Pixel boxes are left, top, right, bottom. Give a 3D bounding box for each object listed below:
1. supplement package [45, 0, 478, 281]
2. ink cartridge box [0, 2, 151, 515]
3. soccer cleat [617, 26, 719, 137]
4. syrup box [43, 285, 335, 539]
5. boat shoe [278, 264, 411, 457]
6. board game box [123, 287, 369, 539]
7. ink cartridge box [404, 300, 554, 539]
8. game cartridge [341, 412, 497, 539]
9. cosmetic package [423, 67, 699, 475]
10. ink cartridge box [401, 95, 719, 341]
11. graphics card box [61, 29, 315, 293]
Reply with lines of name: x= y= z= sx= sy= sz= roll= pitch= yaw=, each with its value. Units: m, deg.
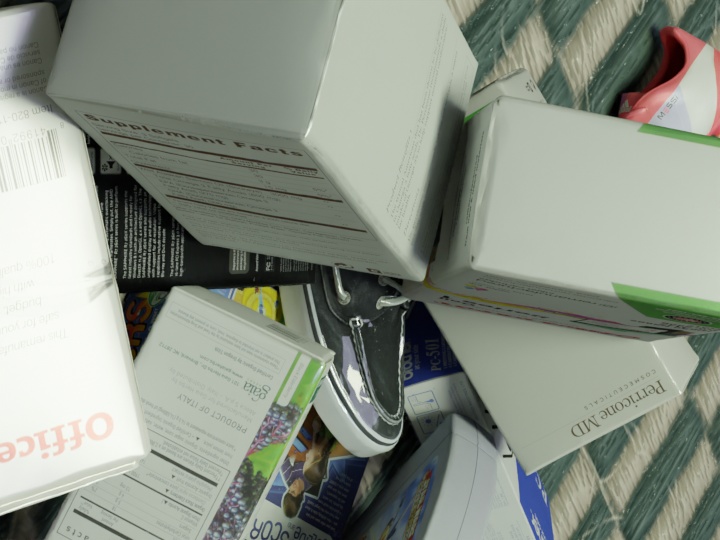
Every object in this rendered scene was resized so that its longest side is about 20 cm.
supplement package: x=-0.035 y=-0.084 z=0.940 sx=0.200 sy=0.117 sz=0.117 roll=51 pitch=52 yaw=-67
ink cartridge box: x=-0.185 y=0.001 z=0.895 sx=0.146 sy=0.083 sz=0.200 roll=-16 pitch=100 yaw=-31
soccer cleat: x=0.189 y=-0.075 z=1.458 sx=0.076 sy=0.067 sz=0.200 roll=41 pitch=67 yaw=-14
syrup box: x=-0.092 y=0.111 z=1.000 sx=0.200 sy=0.081 sz=0.079 roll=-64 pitch=177 yaw=1
boat shoe: x=0.000 y=0.000 z=1.163 sx=0.072 sy=0.068 sz=0.200 roll=-11 pitch=89 yaw=-61
board game box: x=-0.064 y=0.080 z=1.167 sx=0.200 sy=0.034 sz=0.135 roll=38 pitch=67 yaw=-49
ink cartridge box: x=0.070 y=0.107 z=1.309 sx=0.094 sy=0.044 sz=0.200 roll=-92 pitch=163 yaw=-52
game cartridge: x=0.020 y=0.164 z=1.169 sx=0.133 sy=0.042 sz=0.200 roll=-55 pitch=-173 yaw=30
cosmetic package: x=0.093 y=-0.001 z=1.217 sx=0.200 sy=0.108 sz=0.085 roll=58 pitch=18 yaw=-1
ink cartridge box: x=0.109 y=-0.019 z=1.059 sx=0.200 sy=0.145 sz=0.084 roll=151 pitch=-51 yaw=-81
graphics card box: x=-0.108 y=-0.052 z=1.039 sx=0.200 sy=0.051 sz=0.126 roll=-4 pitch=94 yaw=-42
